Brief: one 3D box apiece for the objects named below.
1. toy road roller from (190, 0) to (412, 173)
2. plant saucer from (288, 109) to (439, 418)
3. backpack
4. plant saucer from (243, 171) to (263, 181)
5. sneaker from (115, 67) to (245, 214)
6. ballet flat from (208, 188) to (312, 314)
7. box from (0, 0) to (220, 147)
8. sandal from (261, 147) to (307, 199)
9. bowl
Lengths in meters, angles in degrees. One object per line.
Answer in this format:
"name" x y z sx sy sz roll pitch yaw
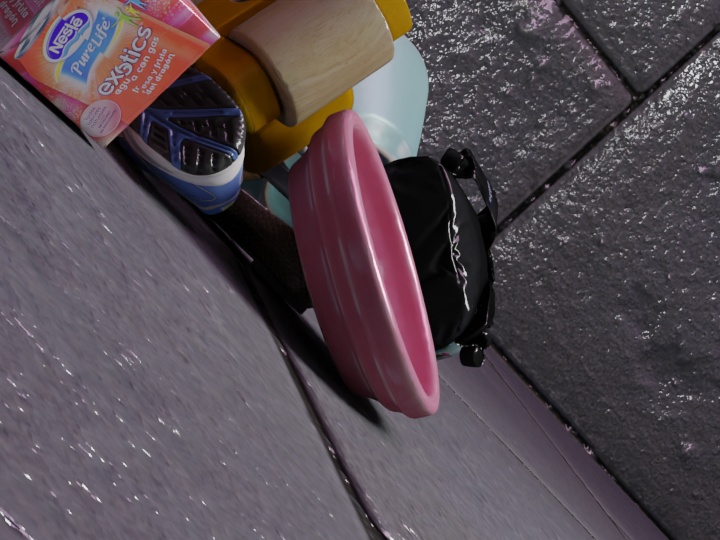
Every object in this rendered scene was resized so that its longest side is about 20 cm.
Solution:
"toy road roller" -0.049 -0.130 1.253 0.200 0.123 0.146 34 -25 53
"plant saucer" 0.000 0.000 1.228 0.201 0.051 0.201 -16 90 -82
"backpack" 0.045 -0.004 1.521 0.200 0.126 0.167 34 55 -81
"plant saucer" -0.152 -0.132 1.461 0.200 0.035 0.200 48 2 -3
"sneaker" -0.140 -0.109 1.190 0.200 0.076 0.077 51 -16 28
"ballet flat" -0.089 -0.056 1.287 0.200 0.046 0.067 48 3 -2
"box" -0.180 -0.177 1.113 0.103 0.095 0.200 43 6 -46
"sandal" -0.081 -0.114 1.482 0.200 0.043 0.076 50 3 21
"bowl" -0.032 -0.105 1.589 0.201 0.201 0.105 44 24 -45
